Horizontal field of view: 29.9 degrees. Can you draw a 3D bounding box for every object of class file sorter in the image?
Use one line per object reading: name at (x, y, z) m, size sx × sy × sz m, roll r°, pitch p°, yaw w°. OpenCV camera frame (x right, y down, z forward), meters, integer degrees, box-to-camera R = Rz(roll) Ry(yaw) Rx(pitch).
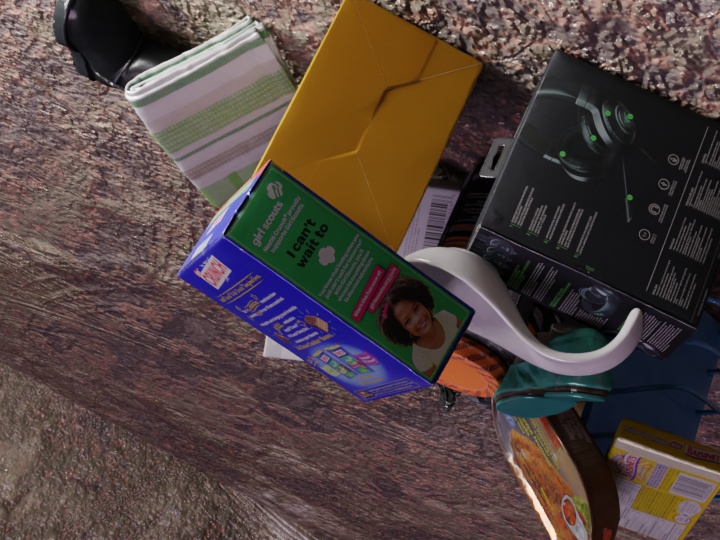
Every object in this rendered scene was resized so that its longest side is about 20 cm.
file sorter at (0.316, 0.103, 1.280) m, size 0.138 × 0.202 × 0.122 m, roll 35°, pitch 155°, yaw -25°

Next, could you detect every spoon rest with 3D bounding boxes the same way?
spoon rest at (0.117, 0.033, 1.051) m, size 0.198 × 0.061 × 0.100 m, roll 17°, pitch 156°, yaw 21°

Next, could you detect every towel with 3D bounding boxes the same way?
towel at (-0.125, -0.151, 1.320) m, size 0.148 × 0.031 × 0.200 m, roll -24°, pitch 146°, yaw 6°

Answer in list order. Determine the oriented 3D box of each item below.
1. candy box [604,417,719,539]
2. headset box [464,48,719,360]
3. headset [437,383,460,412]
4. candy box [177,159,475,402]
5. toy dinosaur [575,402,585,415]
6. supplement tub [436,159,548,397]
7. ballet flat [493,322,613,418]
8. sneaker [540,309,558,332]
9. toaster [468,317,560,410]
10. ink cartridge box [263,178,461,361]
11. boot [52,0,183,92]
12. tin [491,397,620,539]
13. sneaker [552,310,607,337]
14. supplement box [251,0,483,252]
candy box at (0.269, 0.199, 1.246) m, size 0.101 × 0.027 × 0.201 m, roll 20°, pitch 153°, yaw 10°
headset box at (0.193, -0.054, 1.083) m, size 0.198 × 0.176 × 0.093 m, roll 24°, pitch 159°, yaw 3°
headset at (0.065, 0.069, 1.487) m, size 0.122 × 0.095 × 0.201 m, roll -18°, pitch 138°, yaw 8°
candy box at (-0.033, 0.016, 1.076) m, size 0.199 × 0.078 × 0.169 m, roll 34°, pitch 161°, yaw -11°
toy dinosaur at (0.293, 0.147, 1.634) m, size 0.179 × 0.107 × 0.199 m, roll -4°, pitch -176°, yaw 30°
supplement tub at (0.123, 0.008, 1.273) m, size 0.121 × 0.202 × 0.123 m, roll 22°, pitch 160°, yaw 9°
ballet flat at (0.167, 0.083, 1.152) m, size 0.066 × 0.071 × 0.200 m, roll 10°, pitch 167°, yaw -10°
sneaker at (0.147, 0.042, 1.366) m, size 0.201 × 0.077 × 0.076 m, roll 55°, pitch 178°, yaw 37°
toaster at (0.167, 0.084, 1.470) m, size 0.112 × 0.131 × 0.200 m, roll 13°, pitch 168°, yaw 27°
ink cartridge box at (0.000, 0.000, 1.352) m, size 0.171 × 0.203 × 0.044 m, roll 8°, pitch -164°, yaw -9°
boot at (-0.208, -0.207, 1.326) m, size 0.161 × 0.074 × 0.198 m, roll 26°, pitch 166°, yaw 5°
tin at (0.181, 0.174, 1.263) m, size 0.041 × 0.201 × 0.113 m, roll -14°, pitch 139°, yaw -16°
sneaker at (0.244, 0.050, 1.413) m, size 0.199 × 0.076 × 0.087 m, roll 37°, pitch 163°, yaw -18°
supplement box at (-0.012, -0.093, 1.193) m, size 0.132 × 0.199 × 0.200 m, roll 27°, pitch 160°, yaw -3°
